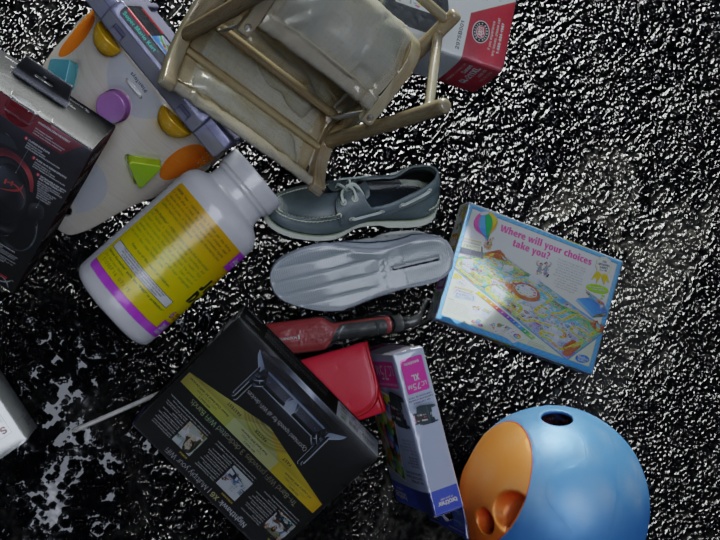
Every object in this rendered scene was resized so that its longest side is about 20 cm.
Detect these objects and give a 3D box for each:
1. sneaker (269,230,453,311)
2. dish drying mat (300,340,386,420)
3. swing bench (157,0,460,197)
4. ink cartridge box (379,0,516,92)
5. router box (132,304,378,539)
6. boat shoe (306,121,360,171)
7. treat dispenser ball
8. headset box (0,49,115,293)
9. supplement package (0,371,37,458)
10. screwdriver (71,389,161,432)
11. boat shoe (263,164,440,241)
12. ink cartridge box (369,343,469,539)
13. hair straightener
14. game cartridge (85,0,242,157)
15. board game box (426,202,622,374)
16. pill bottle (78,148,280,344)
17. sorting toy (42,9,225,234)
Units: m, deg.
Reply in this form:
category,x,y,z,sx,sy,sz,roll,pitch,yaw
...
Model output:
category,x,y,z,sx,sy,sz,roll,pitch,yaw
sneaker,0.000,0.000,1.114,0.196,0.071,0.074,-6,97,-8
dish drying mat,-0.077,0.138,1.085,0.197,0.018,0.078,-17,90,4
swing bench,-0.046,-0.203,0.967,0.198,0.199,0.131,33,49,-30
ink cartridge box,0.056,-0.289,1.077,0.197,0.083,0.148,14,82,-14
router box,-0.103,0.163,1.050,0.157,0.052,0.200,-43,97,8
boat shoe,-0.014,-0.192,1.118,0.074,0.068,0.202,34,80,-10
treat dispenser ball,0.199,0.243,1.084,0.197,0.201,0.205,1,87,-13
headset box,-0.337,-0.105,0.984,0.147,0.075,0.201,32,114,-10
supplement package,-0.412,0.103,0.984,0.116,0.117,0.202,-33,96,-13
screwdriver,-0.205,0.126,1.079,0.198,0.029,0.028,-23,93,-14
boat shoe,-0.006,-0.080,1.106,0.197,0.062,0.074,-5,53,-18
ink cartridge box,0.054,0.179,1.093,0.041,0.119,0.203,-17,92,-18
hair straightener,-0.017,0.057,1.102,0.197,0.077,0.042,-14,88,7
game cartridge,-0.188,-0.206,1.046,0.038,0.130,0.201,-38,98,7
board game box,0.187,0.022,1.176,0.197,0.034,0.137,20,83,-12
pill bottle,-0.176,-0.028,1.042,0.200,0.104,0.105,-42,97,-4
sorting toy,-0.271,-0.136,1.053,0.179,0.107,0.201,-40,97,7
